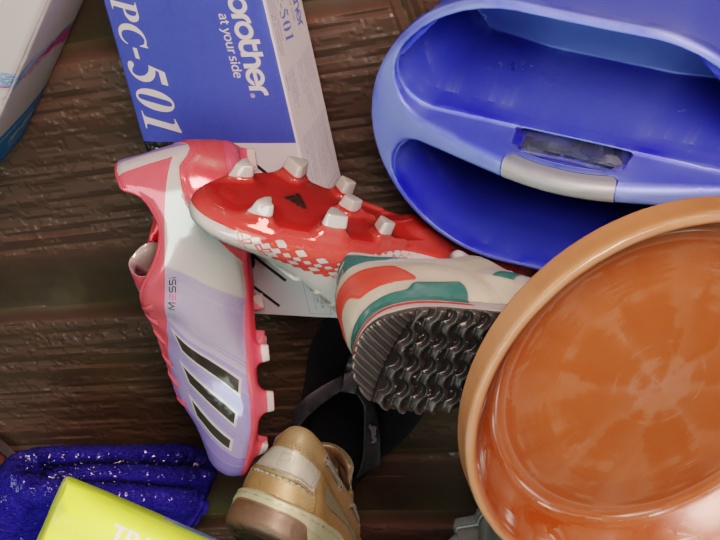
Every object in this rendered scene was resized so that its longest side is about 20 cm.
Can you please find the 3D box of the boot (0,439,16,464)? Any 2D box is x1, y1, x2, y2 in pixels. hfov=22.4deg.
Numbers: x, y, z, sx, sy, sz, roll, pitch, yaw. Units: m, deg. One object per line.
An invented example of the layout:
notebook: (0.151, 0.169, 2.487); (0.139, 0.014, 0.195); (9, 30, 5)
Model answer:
boot: (-0.316, 0.166, 1.163); (0.188, 0.200, 0.069); (39, 132, -5)

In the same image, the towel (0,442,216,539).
towel: (-0.184, 0.188, 1.165); (0.147, 0.050, 0.201); (1, 137, -30)

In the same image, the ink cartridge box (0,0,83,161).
ink cartridge box: (-0.222, -0.157, 0.957); (0.144, 0.085, 0.200); (34, 133, -1)

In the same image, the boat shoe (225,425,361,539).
boat shoe: (-0.025, 0.136, 1.039); (0.071, 0.077, 0.200); (20, 164, 8)

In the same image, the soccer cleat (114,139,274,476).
soccer cleat: (-0.086, 0.022, 0.965); (0.076, 0.067, 0.202); (-3, 122, -6)

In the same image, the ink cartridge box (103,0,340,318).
ink cartridge box: (-0.065, -0.070, 0.970); (0.093, 0.044, 0.201); (3, 124, 23)

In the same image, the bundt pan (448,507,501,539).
bundt pan: (0.138, 0.201, 1.006); (0.200, 0.076, 0.203); (10, 145, 7)

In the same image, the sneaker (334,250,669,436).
sneaker: (0.079, 0.023, 0.864); (0.198, 0.094, 0.071); (5, 120, -22)

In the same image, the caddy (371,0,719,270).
caddy: (0.105, -0.066, 0.846); (0.198, 0.105, 0.142); (14, 130, 17)

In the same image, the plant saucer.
plant saucer: (0.138, 0.054, 0.825); (0.198, 0.032, 0.202); (-8, 124, -12)

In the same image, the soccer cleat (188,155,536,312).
soccer cleat: (0.000, 0.000, 0.917); (0.199, 0.069, 0.086); (8, 119, -32)

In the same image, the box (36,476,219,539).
box: (-0.081, 0.179, 1.024); (0.199, 0.048, 0.122); (24, 168, -2)

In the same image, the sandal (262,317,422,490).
sandal: (-0.012, 0.094, 1.064); (0.076, 0.043, 0.201); (29, 131, 4)
